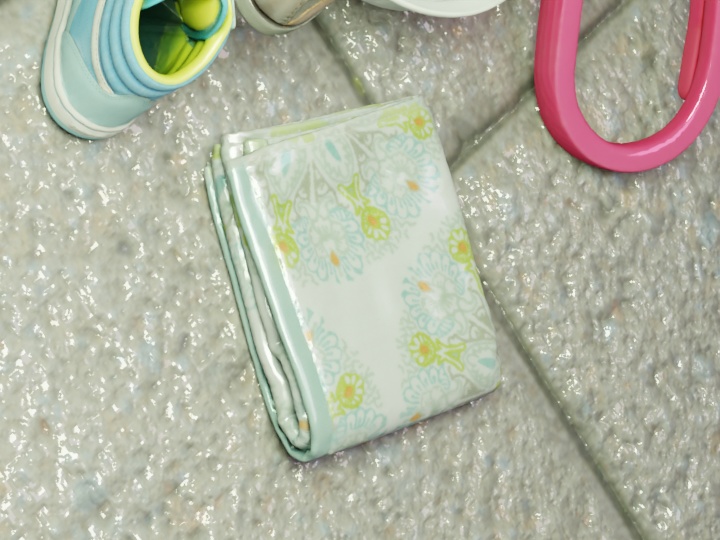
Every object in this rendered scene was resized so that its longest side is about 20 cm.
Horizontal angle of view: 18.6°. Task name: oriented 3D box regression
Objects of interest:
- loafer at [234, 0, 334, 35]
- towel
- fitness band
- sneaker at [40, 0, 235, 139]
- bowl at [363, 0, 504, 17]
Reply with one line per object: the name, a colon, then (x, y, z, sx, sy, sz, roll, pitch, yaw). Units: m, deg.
loafer: (0.006, -0.209, 1.265, 0.072, 0.063, 0.200, 50, 58, -16)
towel: (0.000, 0.000, 1.345, 0.171, 0.048, 0.201, -17, 92, -38)
fitness band: (0.187, -0.166, 1.486, 0.143, 0.037, 0.201, -1, 103, -29)
sneaker: (-0.114, -0.180, 1.235, 0.079, 0.130, 0.201, 12, 74, -35)
bowl: (0.017, -0.246, 1.374, 0.200, 0.090, 0.202, 7, 78, -35)
